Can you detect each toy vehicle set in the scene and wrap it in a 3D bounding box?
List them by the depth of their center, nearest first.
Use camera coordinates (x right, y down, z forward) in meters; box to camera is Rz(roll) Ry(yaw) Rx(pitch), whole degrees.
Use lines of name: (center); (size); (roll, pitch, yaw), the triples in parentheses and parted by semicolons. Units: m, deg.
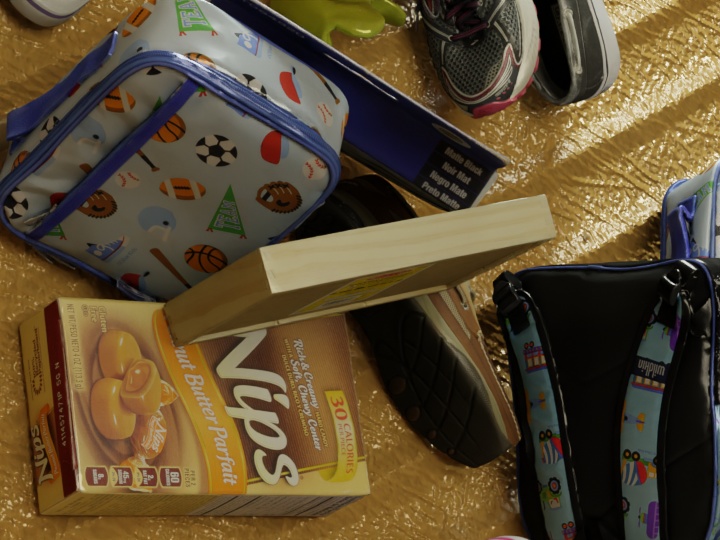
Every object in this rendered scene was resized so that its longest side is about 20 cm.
toy vehicle set: (0.000, 0.000, 1.602); (0.199, 0.124, 0.027); (-11, 81, -33)

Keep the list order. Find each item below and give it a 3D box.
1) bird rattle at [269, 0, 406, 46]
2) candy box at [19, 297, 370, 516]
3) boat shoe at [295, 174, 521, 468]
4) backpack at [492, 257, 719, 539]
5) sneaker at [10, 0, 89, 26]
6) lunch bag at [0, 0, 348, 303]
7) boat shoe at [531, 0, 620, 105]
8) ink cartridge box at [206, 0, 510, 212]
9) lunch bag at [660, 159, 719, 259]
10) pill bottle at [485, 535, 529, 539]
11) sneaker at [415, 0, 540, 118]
bird rattle: (-0.016, -0.242, 1.753); (0.201, 0.162, 0.113); (64, 32, -9)
candy box: (-0.096, 0.082, 1.626); (0.199, 0.055, 0.116); (3, 70, -34)
boat shoe: (0.042, 0.025, 1.737); (0.074, 0.075, 0.201); (-36, 96, -42)
backpack: (0.184, 0.094, 1.749); (0.134, 0.182, 0.202); (0, 87, -47)
sneaker: (-0.149, -0.245, 1.678); (0.072, 0.114, 0.201); (34, 57, -22)
lunch bag: (-0.114, -0.063, 1.584); (0.160, 0.200, 0.076); (29, 44, -25)
boat shoe: (0.109, -0.206, 1.874); (0.068, 0.073, 0.201); (-22, 95, -53)
ink cartridge box: (-0.014, -0.099, 1.649); (0.199, 0.200, 0.041); (32, 89, -5)
lunch bag: (0.270, 0.024, 1.893); (0.159, 0.075, 0.201); (17, 63, -27)
pill bottle: (0.027, 0.230, 1.621); (0.199, 0.113, 0.114); (-12, 79, -38)
sneaker: (0.059, -0.196, 1.818); (0.075, 0.080, 0.201); (12, 62, -60)
